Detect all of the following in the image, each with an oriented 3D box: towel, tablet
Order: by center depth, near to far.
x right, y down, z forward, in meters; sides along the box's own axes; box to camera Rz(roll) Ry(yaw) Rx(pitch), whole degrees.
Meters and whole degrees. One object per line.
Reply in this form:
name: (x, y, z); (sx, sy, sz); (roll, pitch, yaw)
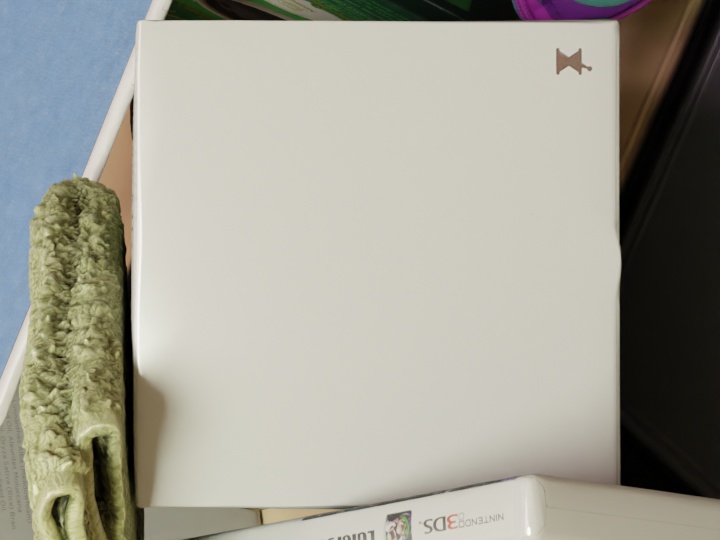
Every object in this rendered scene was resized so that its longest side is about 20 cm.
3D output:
towel: (-0.089, 0.068, 0.868); (0.200, 0.036, 0.149); (-100, 8, -62)
tablet: (-0.130, -0.046, 1.001); (0.130, 0.014, 0.201); (17, 85, 51)

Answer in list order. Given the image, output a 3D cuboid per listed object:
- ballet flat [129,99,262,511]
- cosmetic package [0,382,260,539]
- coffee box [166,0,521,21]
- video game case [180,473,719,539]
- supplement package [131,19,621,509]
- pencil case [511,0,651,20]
ballet flat: (-0.053, 0.001, 1.126); (0.066, 0.057, 0.201); (-11, 79, 5)
cosmetic package: (-0.151, 0.090, 1.110); (0.101, 0.199, 0.072); (-24, 71, 47)
coffee box: (-0.040, -0.123, 1.044); (0.200, 0.123, 0.044); (10, 80, 51)
video game case: (0.064, 0.096, 0.858); (0.181, 0.199, 0.023); (-17, 68, 48)
supplement package: (0.000, 0.000, 0.908); (0.200, 0.150, 0.153); (158, 113, -86)
pencil case: (0.035, -0.163, 0.898); (0.085, 0.200, 0.093); (14, 69, 48)
